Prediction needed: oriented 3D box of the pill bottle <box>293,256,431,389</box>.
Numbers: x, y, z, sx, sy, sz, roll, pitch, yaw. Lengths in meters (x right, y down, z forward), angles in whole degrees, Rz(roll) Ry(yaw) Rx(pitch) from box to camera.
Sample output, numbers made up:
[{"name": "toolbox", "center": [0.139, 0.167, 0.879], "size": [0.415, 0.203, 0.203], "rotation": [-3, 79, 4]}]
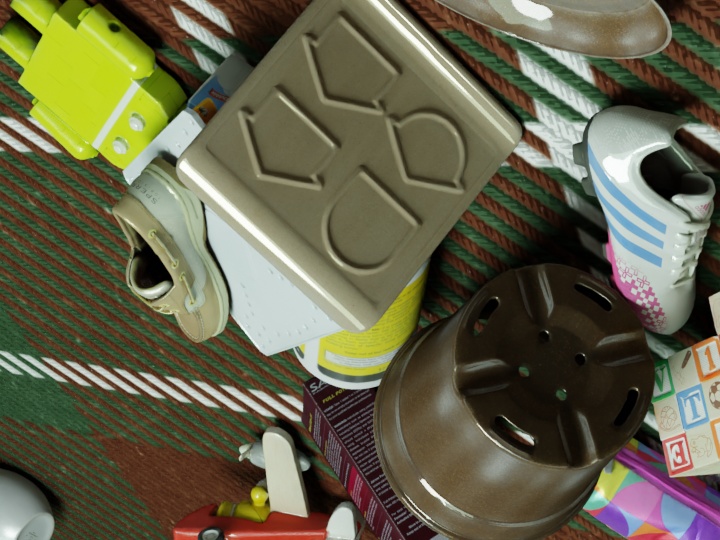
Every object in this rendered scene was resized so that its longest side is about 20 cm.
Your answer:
[{"name": "pill bottle", "center": [0.000, 0.000, 1.133], "size": [0.114, 0.115, 0.201], "rotation": [24, 145, 13]}]

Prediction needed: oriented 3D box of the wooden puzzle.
[{"name": "wooden puzzle", "center": [-0.007, -0.086, 0.989], "size": [0.185, 0.200, 0.046], "rotation": [42, 172, -13]}]

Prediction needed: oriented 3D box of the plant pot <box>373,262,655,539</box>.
[{"name": "plant pot", "center": [0.123, 0.099, 1.043], "size": [0.199, 0.201, 0.198], "rotation": [31, 159, 2]}]

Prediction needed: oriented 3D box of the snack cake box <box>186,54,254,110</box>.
[{"name": "snack cake box", "center": [-0.095, -0.074, 1.158], "size": [0.114, 0.067, 0.200], "rotation": [32, 146, 6]}]

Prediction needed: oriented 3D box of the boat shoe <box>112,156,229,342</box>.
[{"name": "boat shoe", "center": [-0.160, -0.004, 1.111], "size": [0.074, 0.066, 0.201], "rotation": [33, 151, 32]}]

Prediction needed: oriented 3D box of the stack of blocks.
[{"name": "stack of blocks", "center": [0.292, 0.069, 0.974], "size": [0.058, 0.116, 0.200], "rotation": [1, 159, -29]}]

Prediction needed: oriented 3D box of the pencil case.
[{"name": "pencil case", "center": [0.259, 0.204, 1.203], "size": [0.199, 0.089, 0.088], "rotation": [32, 146, -2]}]

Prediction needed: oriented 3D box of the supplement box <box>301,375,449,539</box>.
[{"name": "supplement box", "center": [0.018, 0.192, 1.309], "size": [0.201, 0.061, 0.109], "rotation": [55, 163, 18]}]

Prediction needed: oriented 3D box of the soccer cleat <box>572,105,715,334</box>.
[{"name": "soccer cleat", "center": [0.216, -0.028, 0.963], "size": [0.086, 0.070, 0.201], "rotation": [5, 136, 40]}]

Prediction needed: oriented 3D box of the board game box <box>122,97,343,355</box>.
[{"name": "board game box", "center": [-0.097, -0.028, 1.084], "size": [0.200, 0.026, 0.200], "rotation": [52, 156, -7]}]

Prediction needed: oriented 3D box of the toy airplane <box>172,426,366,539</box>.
[{"name": "toy airplane", "center": [-0.088, 0.285, 1.554], "size": [0.199, 0.141, 0.200], "rotation": [35, 110, -21]}]

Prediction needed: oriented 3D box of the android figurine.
[{"name": "android figurine", "center": [-0.228, -0.158, 1.185], "size": [0.200, 0.041, 0.182], "rotation": [43, 144, -8]}]

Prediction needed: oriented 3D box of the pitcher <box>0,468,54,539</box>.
[{"name": "pitcher", "center": [-0.534, 0.350, 2.001], "size": [0.199, 0.122, 0.172], "rotation": [27, 167, 27]}]

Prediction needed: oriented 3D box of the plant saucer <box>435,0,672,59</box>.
[{"name": "plant saucer", "center": [0.100, -0.187, 0.834], "size": [0.199, 0.032, 0.200], "rotation": [22, 176, 2]}]
